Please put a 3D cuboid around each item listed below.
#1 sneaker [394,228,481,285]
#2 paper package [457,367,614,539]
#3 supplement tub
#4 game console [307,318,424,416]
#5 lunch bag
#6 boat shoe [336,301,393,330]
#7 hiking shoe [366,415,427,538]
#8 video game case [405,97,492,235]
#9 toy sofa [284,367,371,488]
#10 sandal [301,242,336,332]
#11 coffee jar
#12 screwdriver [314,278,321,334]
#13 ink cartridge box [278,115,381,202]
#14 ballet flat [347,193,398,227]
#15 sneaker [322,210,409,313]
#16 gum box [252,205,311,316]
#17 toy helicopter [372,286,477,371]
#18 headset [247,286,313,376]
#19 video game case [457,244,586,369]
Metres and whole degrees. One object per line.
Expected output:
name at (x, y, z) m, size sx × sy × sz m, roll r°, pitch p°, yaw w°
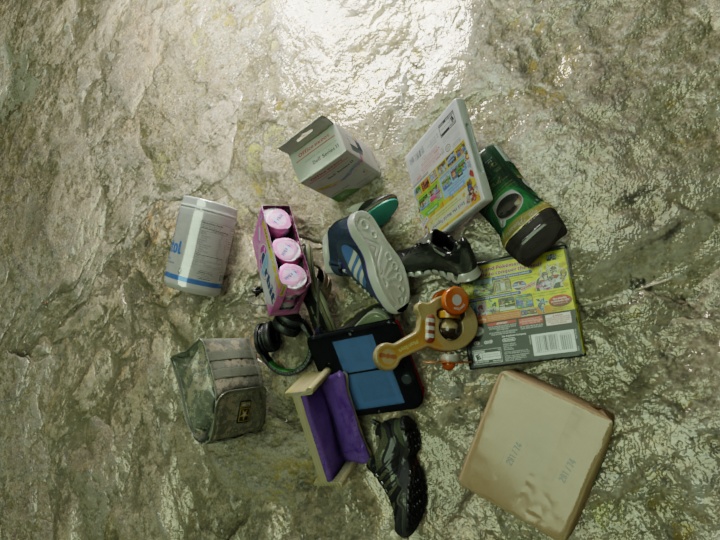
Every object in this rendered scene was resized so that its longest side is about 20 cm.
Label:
sneaker at (0.124, -0.034, 0.983) m, size 0.197 × 0.066 × 0.093 m, roll 9°, pitch 123°, yaw 43°
paper package at (0.279, 0.284, 0.868) m, size 0.187 × 0.103 × 0.205 m, roll 22°, pitch 93°, yaw 27°
supplement tub at (-0.359, -0.053, 1.233) m, size 0.129 × 0.131 × 0.206 m, roll 12°, pitch 89°, yaw 28°
game console at (0.010, 0.186, 1.016) m, size 0.196 × 0.031 × 0.180 m, roll -14°, pitch 110°, yaw 26°
lunch bag at (-0.282, 0.251, 1.134) m, size 0.116 × 0.163 × 0.204 m, roll -28°, pitch 72°, yaw 23°
boat shoe at (-0.010, 0.128, 1.048) m, size 0.200 × 0.061 × 0.072 m, roll -37°, pitch 99°, yaw 32°
hiking shoe at (0.062, 0.373, 0.997) m, size 0.099 × 0.075 × 0.206 m, roll -13°, pitch 69°, yaw 34°
video game case at (0.150, -0.167, 0.972) m, size 0.200 × 0.022 × 0.187 m, roll 139°, pitch 121°, yaw -62°
toy sofa at (-0.057, 0.292, 1.018) m, size 0.095 × 0.083 × 0.205 m, roll -11°, pitch 101°, yaw 27°
sandal at (-0.086, 0.043, 1.120) m, size 0.079 × 0.056 × 0.206 m, roll -16°, pitch 93°, yaw 59°
coffee jar at (0.254, -0.109, 0.927) m, size 0.104 × 0.085 × 0.202 m, roll -42°, pitch 58°, yaw 20°
screwdriver at (-0.081, 0.098, 1.070) m, size 0.027 × 0.029 × 0.205 m, roll 14°, pitch 121°, yaw 17°
ink cartridge box at (-0.056, -0.209, 1.052) m, size 0.116 × 0.199 × 0.069 m, roll -30°, pitch 71°, yaw 20°
ballet flat at (-0.009, -0.089, 1.091) m, size 0.200 × 0.067 × 0.069 m, roll -48°, pitch 54°, yaw 14°
sneaker at (0.000, 0.000, 1.022) m, size 0.145 × 0.080 × 0.204 m, roll -28°, pitch 89°, yaw 50°
gum box at (-0.162, -0.016, 1.109) m, size 0.114 × 0.065 × 0.204 m, roll 120°, pitch 139°, yaw -49°
toy helicopter at (0.114, 0.123, 0.933) m, size 0.196 × 0.079 × 0.135 m, roll -25°, pitch 88°, yaw -13°
headset at (-0.170, 0.122, 1.158) m, size 0.122 × 0.094 × 0.202 m, roll -35°, pitch 84°, yaw 15°
video game case at (0.271, 0.067, 0.944) m, size 0.196 × 0.025 × 0.186 m, roll -12°, pitch 78°, yaw 27°
